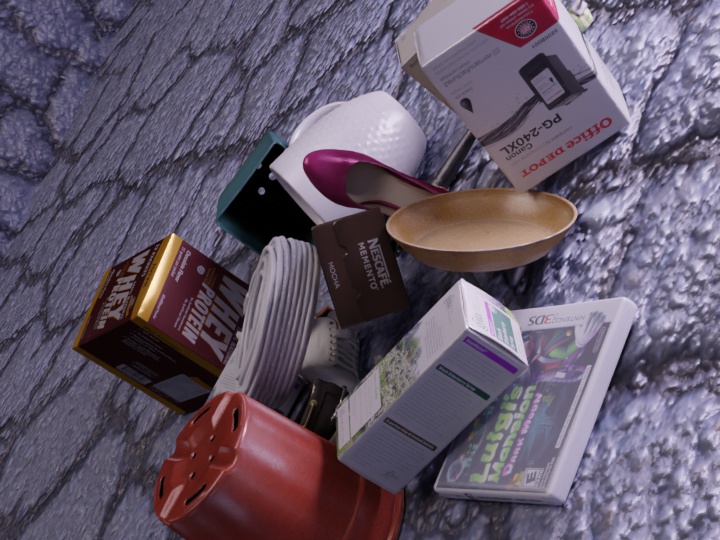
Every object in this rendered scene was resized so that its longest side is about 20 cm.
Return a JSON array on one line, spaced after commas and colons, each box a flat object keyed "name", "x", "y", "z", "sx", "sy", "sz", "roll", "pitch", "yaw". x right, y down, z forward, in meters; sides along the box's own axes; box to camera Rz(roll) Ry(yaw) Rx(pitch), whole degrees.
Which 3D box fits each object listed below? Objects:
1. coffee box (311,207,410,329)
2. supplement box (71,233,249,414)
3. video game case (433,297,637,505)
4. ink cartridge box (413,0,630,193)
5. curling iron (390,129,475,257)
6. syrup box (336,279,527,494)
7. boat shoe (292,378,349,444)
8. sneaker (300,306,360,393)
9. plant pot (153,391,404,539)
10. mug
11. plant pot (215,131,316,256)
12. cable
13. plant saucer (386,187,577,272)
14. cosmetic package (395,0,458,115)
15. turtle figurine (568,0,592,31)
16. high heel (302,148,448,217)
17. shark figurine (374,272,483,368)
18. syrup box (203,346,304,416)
[{"name": "coffee box", "x": 0.000, "y": 0.000, "z": 1.540, "sx": 0.079, "sy": 0.115, "sz": 0.200, "roll": -16, "pitch": -1, "yaw": -1}, {"name": "supplement box", "x": -0.254, "y": 0.079, "z": 1.921, "sx": 0.199, "sy": 0.196, "sz": 0.134, "roll": -22, "pitch": 40, "yaw": 50}, {"name": "video game case", "x": 0.161, "y": 0.122, "z": 1.302, "sx": 0.181, "sy": 0.023, "sz": 0.202, "roll": -12, "pitch": 50, "yaw": 58}, {"name": "ink cartridge box", "x": 0.170, "y": -0.200, "z": 1.449, "sx": 0.144, "sy": 0.200, "sz": 0.084, "roll": -32, "pitch": 33, "yaw": 18}, {"name": "curling iron", "x": 0.091, "y": -0.098, "z": 1.698, "sx": 0.201, "sy": 0.025, "sz": 0.050, "roll": -53, "pitch": -13, "yaw": -2}, {"name": "syrup box", "x": 0.066, "y": 0.114, "z": 1.345, "sx": 0.200, "sy": 0.081, "sz": 0.079, "roll": -47, "pitch": 25, "yaw": 24}, {"name": "boat shoe", "x": -0.068, "y": 0.194, "z": 1.554, "sx": 0.202, "sy": 0.060, "sz": 0.072, "roll": -55, "pitch": 11, "yaw": 35}, {"name": "sneaker", "x": -0.032, "y": 0.092, "z": 1.639, "sx": 0.085, "sy": 0.072, "sz": 0.200, "roll": -55, "pitch": 22, "yaw": 6}, {"name": "plant pot", "x": -0.093, "y": 0.235, "z": 1.415, "sx": 0.200, "sy": 0.195, "sz": 0.202, "roll": -41, "pitch": 27, "yaw": 26}, {"name": "mug", "x": -0.019, "y": -0.152, "z": 1.809, "sx": 0.175, "sy": 0.148, "sz": 0.200, "roll": -43, "pitch": 44, "yaw": -4}, {"name": "plant pot", "x": -0.116, "y": -0.110, "z": 1.987, "sx": 0.142, "sy": 0.141, "sz": 0.200, "roll": -51, "pitch": 17, "yaw": 9}, {"name": "cable", "x": -0.097, "y": 0.063, "z": 1.602, "sx": 0.201, "sy": 0.068, "sz": 0.201, "roll": -87, "pitch": 14, "yaw": -46}, {"name": "plant saucer", "x": 0.126, "y": -0.039, "z": 1.439, "sx": 0.200, "sy": 0.197, "sz": 0.036, "roll": -131, "pitch": 32, "yaw": -65}, {"name": "cosmetic package", "x": 0.145, "y": -0.215, "z": 1.537, "sx": 0.104, "sy": 0.199, "sz": 0.073, "roll": -44, "pitch": 27, "yaw": 23}, {"name": "turtle figurine", "x": 0.199, "y": -0.326, "z": 1.654, "sx": 0.142, "sy": 0.202, "sz": 0.195, "roll": -12, "pitch": 32, "yaw": 9}, {"name": "high heel", "x": 0.032, "y": -0.090, "z": 1.599, "sx": 0.068, "sy": 0.198, "sz": 0.096, "roll": -65, "pitch": 19, "yaw": -7}, {"name": "shark figurine", "x": 0.061, "y": 0.092, "z": 1.454, "sx": 0.215, "sy": 0.089, "sz": 0.128, "roll": -52, "pitch": 25, "yaw": 14}, {"name": "syrup box", "x": -0.158, "y": 0.202, "z": 1.729, "sx": 0.202, "sy": 0.081, "sz": 0.078, "roll": -61, "pitch": 26, "yaw": -12}]
